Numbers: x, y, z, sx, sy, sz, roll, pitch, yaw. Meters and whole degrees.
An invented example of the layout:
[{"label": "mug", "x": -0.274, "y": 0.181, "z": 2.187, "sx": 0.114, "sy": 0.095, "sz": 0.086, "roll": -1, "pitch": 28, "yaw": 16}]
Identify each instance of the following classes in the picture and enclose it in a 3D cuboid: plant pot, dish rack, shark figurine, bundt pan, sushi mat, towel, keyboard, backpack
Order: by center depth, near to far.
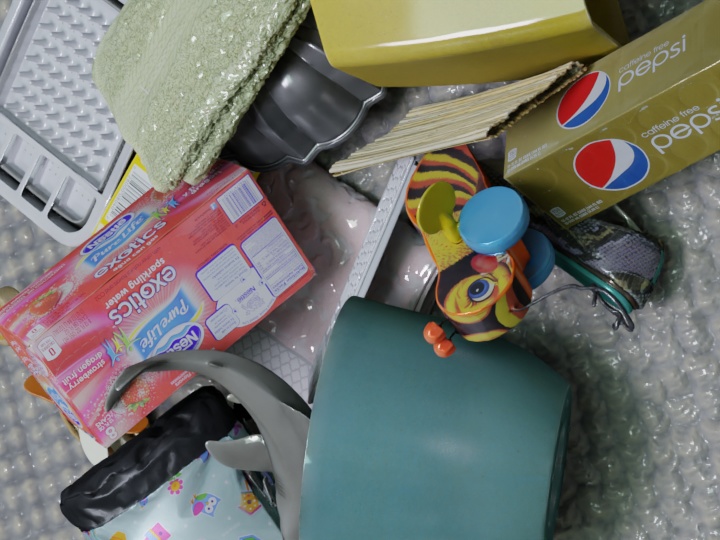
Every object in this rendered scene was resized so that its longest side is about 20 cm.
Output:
[{"label": "plant pot", "x": 0.058, "y": -0.217, "z": 1.511, "sx": 0.176, "sy": 0.200, "sz": 0.200, "roll": -17, "pitch": 84, "yaw": 13}, {"label": "sushi mat", "x": 0.062, "y": -0.101, "z": 1.558, "sx": 0.200, "sy": 0.096, "sz": 0.012, "roll": -10, "pitch": 115, "yaw": 58}, {"label": "plant pot", "x": 0.058, "y": 0.129, "z": 1.571, "sx": 0.161, "sy": 0.201, "sz": 0.201, "roll": 9, "pitch": 99, "yaw": 9}, {"label": "shark figurine", "x": -0.068, "y": 0.101, "z": 1.581, "sx": 0.128, "sy": 0.214, "sz": 0.089, "roll": -52, "pitch": 26, "yaw": -9}, {"label": "towel", "x": -0.113, "y": -0.167, "z": 1.598, "sx": 0.200, "sy": 0.036, "sz": 0.148, "roll": -53, "pitch": 53, "yaw": 23}, {"label": "keyboard", "x": 0.000, "y": 0.000, "z": 1.643, "sx": 0.011, "sy": 0.056, "sz": 0.200, "roll": 19, "pitch": 108, "yaw": -14}, {"label": "bundt pan", "x": -0.070, "y": -0.178, "z": 1.656, "sx": 0.201, "sy": 0.076, "sz": 0.202, "roll": -12, "pitch": 66, "yaw": 29}, {"label": "backpack", "x": -0.111, "y": 0.207, "z": 1.689, "sx": 0.167, "sy": 0.127, "sz": 0.200, "roll": -36, "pitch": 95, "yaw": 6}, {"label": "towel", "x": -0.048, "y": 0.020, "z": 1.720, "sx": 0.200, "sy": 0.032, "sz": 0.191, "roll": 34, "pitch": 110, "yaw": 25}, {"label": "dish rack", "x": -0.223, "y": -0.137, "z": 1.806, "sx": 0.172, "sy": 0.043, "sz": 0.200, "roll": 37, "pitch": 112, "yaw": 30}]

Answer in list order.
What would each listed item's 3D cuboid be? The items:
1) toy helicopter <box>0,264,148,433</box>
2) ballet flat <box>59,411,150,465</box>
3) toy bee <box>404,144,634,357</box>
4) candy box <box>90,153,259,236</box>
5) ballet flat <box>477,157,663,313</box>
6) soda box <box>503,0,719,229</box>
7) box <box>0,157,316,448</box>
[{"label": "toy helicopter", "x": -0.228, "y": 0.056, "z": 1.764, "sx": 0.200, "sy": 0.079, "sz": 0.133, "roll": 12, "pitch": 118, "yaw": 49}, {"label": "ballet flat", "x": -0.169, "y": 0.169, "z": 1.787, "sx": 0.200, "sy": 0.063, "sz": 0.069, "roll": 50, "pitch": 118, "yaw": 19}, {"label": "toy bee", "x": 0.073, "y": -0.003, "z": 1.494, "sx": 0.109, "sy": 0.200, "sz": 0.131, "roll": -38, "pitch": 117, "yaw": -2}, {"label": "candy box", "x": -0.123, "y": -0.081, "z": 1.729, "sx": 0.102, "sy": 0.026, "sz": 0.200, "roll": 37, "pitch": 102, "yaw": 33}, {"label": "ballet flat", "x": 0.128, "y": -0.041, "z": 1.595, "sx": 0.200, "sy": 0.072, "sz": 0.072, "roll": 30, "pitch": 108, "yaw": 27}, {"label": "soda box", "x": 0.190, "y": -0.106, "z": 1.489, "sx": 0.200, "sy": 0.068, "sz": 0.064, "roll": -29, "pitch": 39, "yaw": 35}, {"label": "box", "x": -0.146, "y": 0.018, "z": 1.631, "sx": 0.103, "sy": 0.200, "sz": 0.095, "roll": 56, "pitch": 165, "yaw": -24}]
